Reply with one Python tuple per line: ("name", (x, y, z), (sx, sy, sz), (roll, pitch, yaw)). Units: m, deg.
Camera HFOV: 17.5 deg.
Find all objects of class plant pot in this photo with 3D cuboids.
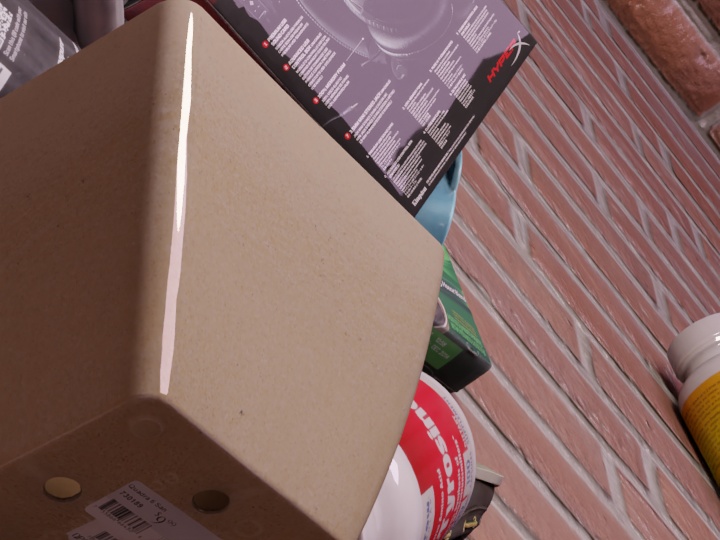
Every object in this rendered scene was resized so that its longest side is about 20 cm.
("plant pot", (-0.095, 0.045, 1.000), (0.200, 0.199, 0.178), (43, 33, -37))

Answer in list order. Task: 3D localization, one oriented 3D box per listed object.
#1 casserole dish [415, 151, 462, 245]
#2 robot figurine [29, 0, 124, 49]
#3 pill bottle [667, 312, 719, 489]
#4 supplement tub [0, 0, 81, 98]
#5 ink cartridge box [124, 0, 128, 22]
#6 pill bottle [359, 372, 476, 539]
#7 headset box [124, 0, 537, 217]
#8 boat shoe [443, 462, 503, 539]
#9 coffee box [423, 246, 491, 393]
("casserole dish", (0.000, 0.000, 1.366), (0.039, 0.201, 0.121), (21, 33, -16))
("robot figurine", (-0.182, -0.169, 1.176), (0.169, 0.113, 0.201), (29, -29, 22))
("pill bottle", (0.372, 0.144, 2.241), (0.113, 0.112, 0.201), (32, 28, -54))
("supplement tub", (-0.198, -0.095, 1.092), (0.200, 0.107, 0.107), (44, 20, -36))
("ink cartridge box", (-0.090, -0.019, 1.284), (0.196, 0.043, 0.201), (46, 49, -44))
("pill bottle", (-0.013, 0.115, 1.202), (0.113, 0.112, 0.200), (56, 16, 2))
("headset box", (-0.021, -0.138, 1.258), (0.200, 0.077, 0.149), (46, 58, -19))
("boat shoe", (0.037, 0.137, 1.402), (0.071, 0.061, 0.201), (14, -4, 16))
("coffee box", (0.021, -0.019, 1.677), (0.123, 0.044, 0.201), (39, 23, -44))
